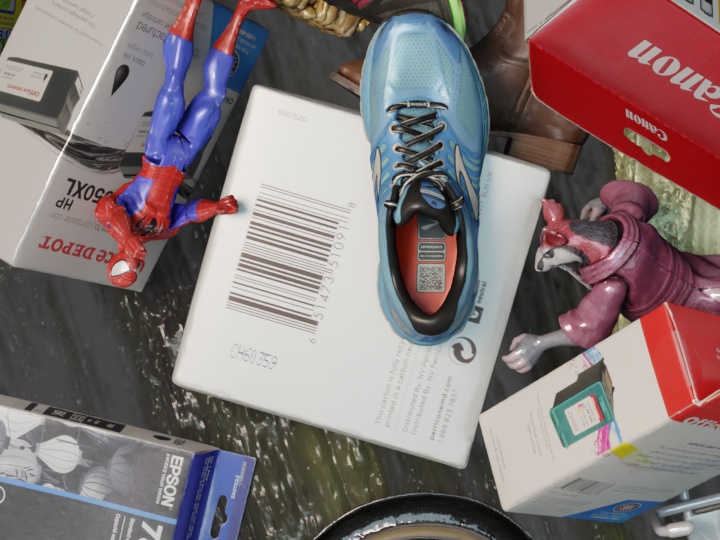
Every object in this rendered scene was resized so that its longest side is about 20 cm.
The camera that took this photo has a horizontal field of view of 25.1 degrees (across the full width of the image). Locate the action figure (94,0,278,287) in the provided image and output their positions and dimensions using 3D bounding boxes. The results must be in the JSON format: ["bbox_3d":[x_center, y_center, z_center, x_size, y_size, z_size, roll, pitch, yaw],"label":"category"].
[{"bbox_3d":[-0.102,-0.070,0.972,0.065,0.099,0.201,14,108,-36],"label":"action figure"}]

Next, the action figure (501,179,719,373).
[{"bbox_3d":[0.183,0.015,1.005,0.200,0.149,0.135,29,71,-38],"label":"action figure"}]

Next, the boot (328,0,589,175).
[{"bbox_3d":[0.093,-0.184,1.076,0.186,0.064,0.201,17,98,-11],"label":"boot"}]

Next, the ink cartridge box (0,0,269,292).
[{"bbox_3d":[-0.164,-0.097,1.039,0.084,0.144,0.201,30,97,28],"label":"ink cartridge box"}]

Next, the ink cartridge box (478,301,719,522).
[{"bbox_3d":[0.183,0.082,0.965,0.200,0.116,0.068,-36,55,38],"label":"ink cartridge box"}]

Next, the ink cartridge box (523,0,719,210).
[{"bbox_3d":[0.198,-0.147,0.987,0.199,0.176,0.084,25,139,-28],"label":"ink cartridge box"}]

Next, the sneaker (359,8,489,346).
[{"bbox_3d":[0.043,-0.053,0.947,0.078,0.090,0.201,-5,94,0],"label":"sneaker"}]

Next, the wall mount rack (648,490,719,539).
[{"bbox_3d":[0.296,0.208,1.108,0.173,0.075,0.201,-14,96,2],"label":"wall mount rack"}]

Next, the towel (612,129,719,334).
[{"bbox_3d":[0.244,-0.019,1.105,0.148,0.036,0.201,2,96,0],"label":"towel"}]

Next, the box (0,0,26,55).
[{"bbox_3d":[-0.325,-0.201,1.035,0.199,0.122,0.194,5,96,10],"label":"box"}]

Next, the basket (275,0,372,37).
[{"bbox_3d":[-0.026,-0.270,1.070,0.142,0.149,0.201,22,97,-35],"label":"basket"}]

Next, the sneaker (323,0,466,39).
[{"bbox_3d":[-0.002,-0.189,0.991,0.084,0.077,0.200,-35,117,-2],"label":"sneaker"}]

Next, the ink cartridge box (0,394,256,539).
[{"bbox_3d":[-0.180,0.156,1.127,0.199,0.039,0.100,13,95,-1],"label":"ink cartridge box"}]

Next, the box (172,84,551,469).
[{"bbox_3d":[0.000,0.000,1.062,0.199,0.131,0.200,16,95,-2],"label":"box"}]

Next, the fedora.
[{"bbox_3d":[0.041,0.249,1.105,0.200,0.092,0.202,0,95,1],"label":"fedora"}]
